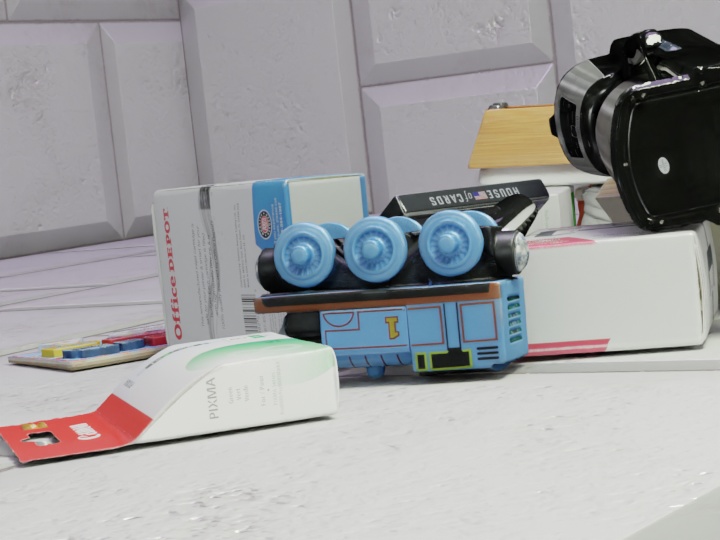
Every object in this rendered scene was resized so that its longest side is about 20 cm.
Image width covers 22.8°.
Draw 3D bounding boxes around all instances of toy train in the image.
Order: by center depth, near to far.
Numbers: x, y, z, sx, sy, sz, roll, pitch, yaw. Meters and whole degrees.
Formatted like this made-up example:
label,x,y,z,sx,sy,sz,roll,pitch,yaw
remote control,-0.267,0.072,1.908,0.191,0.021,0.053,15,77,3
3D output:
label,x,y,z,sx,sy,sz,roll,pitch,yaw
toy train,0.022,0.019,1.250,0.200,0.114,0.087,-4,0,18

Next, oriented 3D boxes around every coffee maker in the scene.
label,x,y,z,sx,sy,sz,roll,pitch,yaw
coffee maker,0.255,-0.105,1.330,0.192,0.135,0.200,11,13,-8

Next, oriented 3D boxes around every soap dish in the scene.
label,x,y,z,sx,sy,sz,roll,pitch,yaw
soap dish,0.210,-0.129,1.772,0.200,0.081,0.157,-3,6,9

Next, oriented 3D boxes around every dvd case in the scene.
label,x,y,z,sx,sy,sz,roll,pitch,yaw
dvd case,0.050,-0.007,1.497,0.150,0.025,0.200,-8,-28,-34

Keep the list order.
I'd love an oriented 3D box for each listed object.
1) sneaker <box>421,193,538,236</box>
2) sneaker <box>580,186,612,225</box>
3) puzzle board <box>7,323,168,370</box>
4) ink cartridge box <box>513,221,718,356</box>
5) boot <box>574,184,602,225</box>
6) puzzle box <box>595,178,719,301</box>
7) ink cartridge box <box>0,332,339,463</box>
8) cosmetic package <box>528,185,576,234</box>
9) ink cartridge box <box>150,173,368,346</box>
label,x,y,z,sx,sy,sz,roll,pitch,yaw
sneaker,0.054,-0.017,1.370,0.200,0.090,0.070,-41,-15,-35
sneaker,0.284,-0.015,1.631,0.200,0.087,0.074,23,16,40
puzzle board,-0.203,0.065,1.632,0.200,0.017,0.151,-8,5,-32
ink cartridge box,0.191,0.009,1.346,0.145,0.085,0.200,-4,3,14
boot,0.271,-0.049,1.873,0.075,0.107,0.200,-6,2,22
puzzle box,0.301,-0.027,1.447,0.200,0.133,0.025,-1,46,50
ink cartridge box,-0.130,0.077,1.152,0.200,0.050,0.161,-5,4,-17
cosmetic package,0.157,-0.024,1.681,0.085,0.108,0.200,-3,6,10
ink cartridge box,-0.080,-0.002,1.473,0.084,0.145,0.200,-9,5,-37
